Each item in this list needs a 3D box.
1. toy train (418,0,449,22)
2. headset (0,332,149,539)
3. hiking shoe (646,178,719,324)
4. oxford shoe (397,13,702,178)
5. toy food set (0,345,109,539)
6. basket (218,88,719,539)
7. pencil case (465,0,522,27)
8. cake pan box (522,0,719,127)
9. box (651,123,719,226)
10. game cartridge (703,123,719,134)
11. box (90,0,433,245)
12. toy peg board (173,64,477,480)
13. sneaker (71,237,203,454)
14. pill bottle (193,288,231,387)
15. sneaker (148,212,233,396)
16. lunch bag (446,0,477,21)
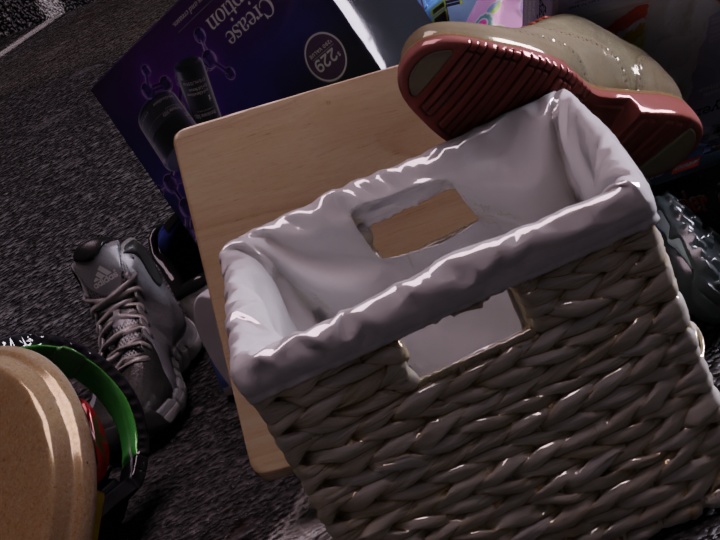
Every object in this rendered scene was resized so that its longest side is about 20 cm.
[{"bbox_3d":[-0.006,-0.184,1.375,0.114,0.200,0.087,-40,61,-13],"label":"toy train"},{"bbox_3d":[-0.183,0.120,1.175,0.094,0.123,0.201,-46,27,50],"label":"headset"},{"bbox_3d":[0.156,0.001,1.152,0.087,0.074,0.200,-51,18,6],"label":"hiking shoe"},{"bbox_3d":[0.091,-0.100,1.089,0.199,0.075,0.070,14,-46,-41],"label":"oxford shoe"},{"bbox_3d":[-0.200,0.137,1.080,0.199,0.199,0.049,-4,-19,41],"label":"toy food set"},{"bbox_3d":[0.054,0.039,0.978,0.197,0.162,0.200,-24,18,3],"label":"basket"},{"bbox_3d":[0.106,-0.148,1.386,0.087,0.087,0.201,2,64,59],"label":"pencil case"},{"bbox_3d":[0.188,-0.151,1.188,0.199,0.185,0.053,-18,58,-11],"label":"cake pan box"},{"bbox_3d":[0.215,-0.067,1.294,0.199,0.038,0.137,-19,17,23],"label":"box"},{"bbox_3d":[0.213,-0.150,1.368,0.129,0.038,0.200,-6,39,41],"label":"game cartridge"},{"bbox_3d":[-0.053,-0.116,1.276,0.200,0.141,0.079,-38,-2,40],"label":"box"},{"bbox_3d":[0.021,0.001,1.160,0.199,0.200,0.098,-16,-17,3],"label":"toy peg board"},{"bbox_3d":[-0.166,0.040,1.394,0.075,0.116,0.200,-23,16,9],"label":"sneaker"},{"bbox_3d":[0.000,0.000,1.278,0.199,0.112,0.111,-33,17,-23],"label":"pill bottle"},{"bbox_3d":[-0.076,-0.010,1.401,0.080,0.115,0.200,-29,13,22],"label":"sneaker"},{"bbox_3d":[0.090,-0.121,1.465,0.150,0.094,0.201,-12,57,10],"label":"lunch bag"}]
